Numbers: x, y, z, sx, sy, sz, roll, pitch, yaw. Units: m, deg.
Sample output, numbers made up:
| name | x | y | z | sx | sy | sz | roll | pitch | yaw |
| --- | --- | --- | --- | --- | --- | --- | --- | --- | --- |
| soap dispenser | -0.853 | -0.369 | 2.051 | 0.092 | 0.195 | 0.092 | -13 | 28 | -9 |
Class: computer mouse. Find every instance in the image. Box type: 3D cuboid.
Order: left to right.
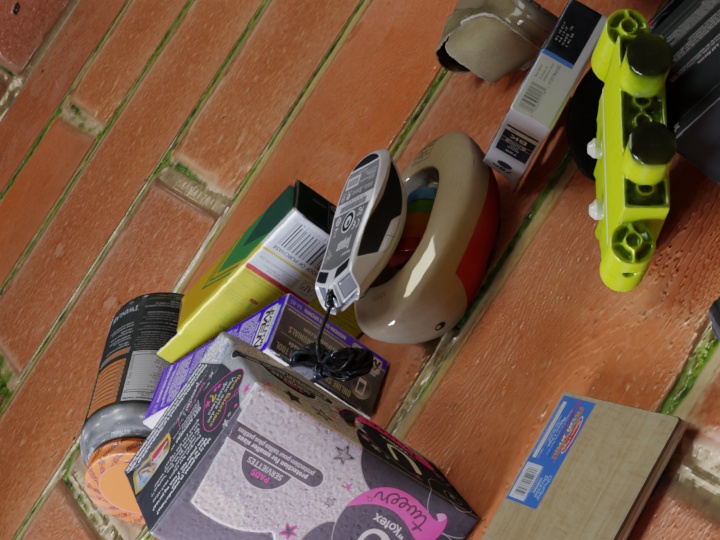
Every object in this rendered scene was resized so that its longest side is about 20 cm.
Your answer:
| name | x | y | z | sx | sy | sz | roll | pitch | yaw |
| --- | --- | --- | --- | --- | --- | --- | --- | --- | --- |
| computer mouse | 0.000 | 0.000 | 1.577 | 0.110 | 0.044 | 0.201 | -24 | 45 | 61 |

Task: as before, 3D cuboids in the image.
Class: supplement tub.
| name | x | y | z | sx | sy | sz | roll | pitch | yaw |
| --- | --- | --- | --- | --- | --- | --- | --- | --- | --- |
| supplement tub | -0.188 | 0.127 | 1.878 | 0.122 | 0.122 | 0.200 | -40 | 28 | 36 |

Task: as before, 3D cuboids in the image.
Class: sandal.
| name | x | y | z | sx | sy | sz | roll | pitch | yaw |
| --- | --- | --- | --- | --- | --- | --- | --- | --- | --- |
| sandal | 0.220 | -0.149 | 1.464 | 0.200 | 0.075 | 0.045 | -50 | 6 | 9 |

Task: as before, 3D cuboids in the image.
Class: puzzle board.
| name | x | y | z | sx | sy | sz | roll | pitch | yaw |
| --- | --- | --- | --- | --- | --- | --- | --- | --- | --- |
| puzzle board | 0.123 | 0.174 | 1.304 | 0.200 | 0.017 | 0.151 | -60 | 21 | -9 |

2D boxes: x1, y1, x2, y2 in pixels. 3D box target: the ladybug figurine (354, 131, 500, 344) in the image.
| name | x | y | z | sx | sy | sz | roll | pitch | yaw |
| --- | --- | --- | --- | --- | --- | --- | --- | --- | --- |
| ladybug figurine | 0.060 | -0.023 | 1.630 | 0.136 | 0.072 | 0.200 | -27 | 37 | 51 |

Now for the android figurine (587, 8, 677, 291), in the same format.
| name | x | y | z | sx | sy | sz | roll | pitch | yaw |
| --- | --- | --- | --- | --- | --- | --- | --- | --- | --- |
| android figurine | 0.180 | -0.078 | 1.375 | 0.200 | 0.041 | 0.183 | 96 | 175 | -74 |

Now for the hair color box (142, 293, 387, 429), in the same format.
| name | x | y | z | sx | sy | sz | roll | pitch | yaw |
| --- | --- | --- | --- | --- | --- | --- | --- | --- | --- |
| hair color box | -0.082 | 0.102 | 1.705 | 0.200 | 0.109 | 0.065 | -29 | 33 | 48 |

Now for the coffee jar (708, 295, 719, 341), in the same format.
| name | x | y | z | sx | sy | sz | roll | pitch | yaw |
| --- | --- | --- | --- | --- | --- | --- | --- | --- | --- |
| coffee jar | 0.283 | -0.008 | 1.127 | 0.200 | 0.085 | 0.104 | -51 | 22 | 16 |

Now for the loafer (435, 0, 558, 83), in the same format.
| name | x | y | z | sx | sy | sz | roll | pitch | yaw |
| --- | --- | --- | --- | --- | --- | --- | --- | --- | --- |
| loafer | 0.119 | -0.198 | 1.758 | 0.068 | 0.076 | 0.200 | -59 | 12 | -4 |

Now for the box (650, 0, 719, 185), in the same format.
| name | x | y | z | sx | sy | sz | roll | pitch | yaw |
| --- | --- | --- | --- | --- | --- | --- | --- | --- | --- |
| box | 0.289 | -0.163 | 1.339 | 0.200 | 0.079 | 0.141 | -44 | 23 | 28 |

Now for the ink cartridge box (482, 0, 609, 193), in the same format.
| name | x | y | z | sx | sy | sz | roll | pitch | yaw |
| --- | --- | --- | --- | --- | --- | --- | --- | --- | --- |
| ink cartridge box | 0.137 | -0.130 | 1.559 | 0.100 | 0.039 | 0.200 | -61 | -3 | -13 |

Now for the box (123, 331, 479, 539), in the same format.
| name | x | y | z | sx | sy | sz | roll | pitch | yaw |
| --- | --- | --- | --- | --- | --- | --- | --- | --- | --- |
| box | -0.041 | 0.157 | 1.423 | 0.132 | 0.200 | 0.115 | -55 | 24 | 5 |

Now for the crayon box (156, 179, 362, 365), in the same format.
| name | x | y | z | sx | sy | sz | roll | pitch | yaw |
| --- | --- | --- | --- | --- | --- | --- | --- | --- | --- |
| crayon box | -0.068 | 0.029 | 1.756 | 0.200 | 0.127 | 0.051 | -44 | 24 | 27 |
